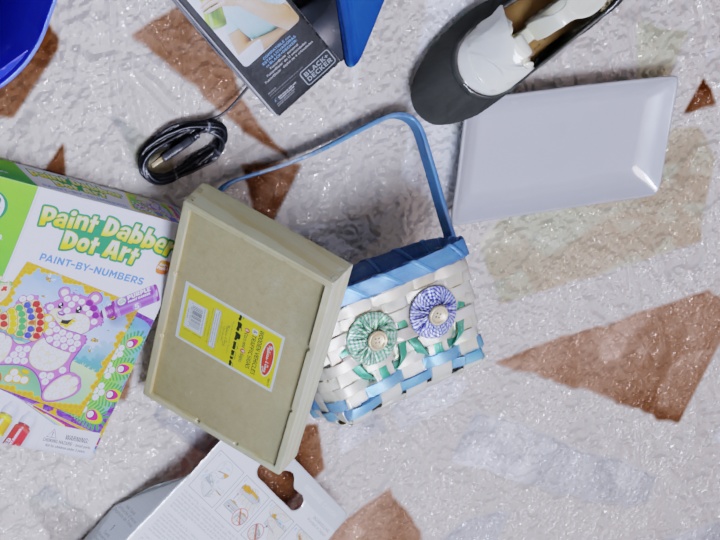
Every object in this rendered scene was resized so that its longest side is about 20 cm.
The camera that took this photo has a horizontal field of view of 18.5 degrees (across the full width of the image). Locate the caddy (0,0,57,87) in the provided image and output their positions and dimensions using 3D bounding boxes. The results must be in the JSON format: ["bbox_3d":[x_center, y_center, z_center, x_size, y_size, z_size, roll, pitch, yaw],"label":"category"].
[{"bbox_3d":[-0.254,-0.201,1.374,0.141,0.105,0.201,13,109,-35],"label":"caddy"}]

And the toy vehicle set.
[{"bbox_3d":[-0.084,0.044,1.578,0.027,0.124,0.200,-46,160,-45],"label":"toy vehicle set"}]

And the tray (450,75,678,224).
[{"bbox_3d":[0.158,-0.099,1.741,0.199,0.022,0.108,-9,120,-27],"label":"tray"}]

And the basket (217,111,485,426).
[{"bbox_3d":[0.000,0.000,1.638,0.176,0.139,0.201,-25,92,-18],"label":"basket"}]

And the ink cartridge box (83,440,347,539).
[{"bbox_3d":[-0.126,0.218,1.742,0.200,0.050,0.162,-49,130,-9],"label":"ink cartridge box"}]

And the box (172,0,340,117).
[{"bbox_3d":[-0.108,-0.205,1.458,0.060,0.117,0.200,-41,131,0],"label":"box"}]

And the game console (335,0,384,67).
[{"bbox_3d":[-0.023,-0.270,1.469,0.170,0.118,0.201,29,60,-14],"label":"game console"}]

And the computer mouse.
[{"bbox_3d":[-0.076,-0.127,1.574,0.200,0.034,0.059,-42,131,-3],"label":"computer mouse"}]

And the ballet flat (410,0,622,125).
[{"bbox_3d":[0.122,-0.181,1.640,0.200,0.068,0.068,-39,101,-10],"label":"ballet flat"}]

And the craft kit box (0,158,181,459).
[{"bbox_3d":[-0.242,0.026,1.555,0.199,0.048,0.198,14,106,-36],"label":"craft kit box"}]
